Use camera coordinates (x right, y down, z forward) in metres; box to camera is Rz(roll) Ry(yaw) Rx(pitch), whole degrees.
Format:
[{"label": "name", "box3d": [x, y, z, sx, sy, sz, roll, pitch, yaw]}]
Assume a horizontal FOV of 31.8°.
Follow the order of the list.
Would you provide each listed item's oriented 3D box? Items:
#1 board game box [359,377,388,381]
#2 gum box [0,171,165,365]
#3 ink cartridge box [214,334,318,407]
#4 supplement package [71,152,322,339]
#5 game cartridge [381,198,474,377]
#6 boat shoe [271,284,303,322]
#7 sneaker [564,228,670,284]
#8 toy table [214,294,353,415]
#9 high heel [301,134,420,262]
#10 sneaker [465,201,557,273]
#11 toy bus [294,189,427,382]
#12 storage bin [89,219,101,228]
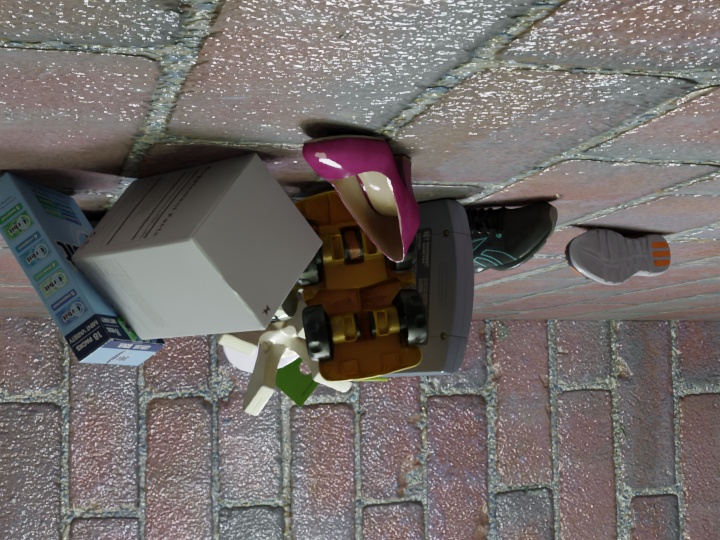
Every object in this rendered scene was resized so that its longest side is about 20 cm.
[{"label": "board game box", "box3d": [-0.013, 0.049, 1.723, 0.047, 0.203, 0.101, -6, 172, 43]}, {"label": "gum box", "box3d": [-0.296, 0.003, 1.313, 0.044, 0.201, 0.170, -35, 171, 4]}, {"label": "ink cartridge box", "box3d": [-0.104, 0.071, 1.756, 0.200, 0.148, 0.076, 42, 162, -11]}, {"label": "supplement package", "box3d": [-0.160, -0.019, 1.233, 0.199, 0.120, 0.122, -6, 130, 44]}, {"label": "game cartridge", "box3d": [0.074, 0.022, 1.477, 0.132, 0.203, 0.041, -5, 169, 41]}, {"label": "boat shoe", "box3d": [-0.102, 0.014, 1.419, 0.065, 0.075, 0.200, -21, -160, 12]}, {"label": "sneaker", "box3d": [0.336, -0.012, 1.780, 0.198, 0.079, 0.111, 4, 172, -38]}, {"label": "toy table", "box3d": [-0.096, 0.080, 1.562, 0.182, 0.201, 0.118, 13, -147, -16]}, {"label": "high heel", "box3d": [0.005, -0.064, 1.139, 0.067, 0.097, 0.199, -4, 174, 28]}, {"label": "sneaker", "box3d": [0.143, -0.039, 1.514, 0.199, 0.076, 0.079, -25, 124, 35]}, {"label": "toy bus", "box3d": [-0.012, 0.013, 1.415, 0.134, 0.203, 0.192, -9, -179, -8]}, {"label": "storage bin", "box3d": [-0.319, 0.000, 1.589, 0.133, 0.147, 0.200, -9, 176, -9]}]
